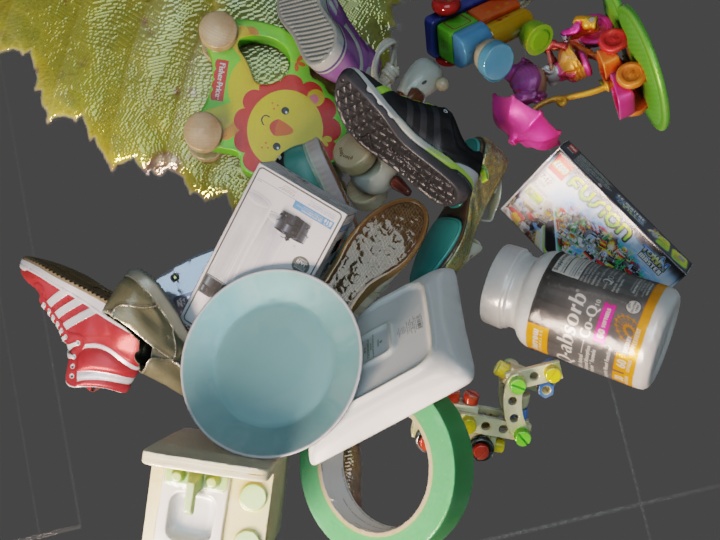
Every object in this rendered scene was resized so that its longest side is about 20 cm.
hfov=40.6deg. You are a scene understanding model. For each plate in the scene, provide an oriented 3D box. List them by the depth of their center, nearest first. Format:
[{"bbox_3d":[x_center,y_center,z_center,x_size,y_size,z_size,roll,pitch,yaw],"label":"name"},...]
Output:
[{"bbox_3d":[-0.092,0.097,1.017,0.198,0.026,0.202,-4,71,11],"label":"plate"},{"bbox_3d":[0.020,0.089,1.040,0.199,0.200,0.032,-30,119,17],"label":"plate"}]

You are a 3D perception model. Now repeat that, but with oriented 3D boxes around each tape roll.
[{"bbox_3d":[0.025,0.211,1.065,0.199,0.048,0.203,-4,84,33],"label":"tape roll"}]

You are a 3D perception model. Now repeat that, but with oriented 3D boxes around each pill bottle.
[{"bbox_3d":[0.241,0.045,1.078,0.198,0.116,0.117,19,82,24],"label":"pill bottle"}]

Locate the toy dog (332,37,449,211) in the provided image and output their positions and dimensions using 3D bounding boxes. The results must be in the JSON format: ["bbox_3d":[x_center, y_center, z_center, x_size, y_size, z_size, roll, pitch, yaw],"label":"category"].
[{"bbox_3d":[0.051,-0.158,1.137,0.096,0.132,0.202,25,92,27],"label":"toy dog"}]

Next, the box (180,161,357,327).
[{"bbox_3d":[-0.102,-0.005,1.077,0.116,0.060,0.201,31,102,4],"label":"box"}]

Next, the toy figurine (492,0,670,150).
[{"bbox_3d":[0.238,-0.224,1.143,0.182,0.150,0.202,-20,60,8],"label":"toy figurine"}]

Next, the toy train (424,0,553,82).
[{"bbox_3d":[0.184,-0.292,1.140,0.199,0.085,0.116,-28,47,-19],"label":"toy train"}]

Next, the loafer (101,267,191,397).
[{"bbox_3d":[-0.213,0.094,1.065,0.070,0.075,0.201,-40,106,-25],"label":"loafer"}]

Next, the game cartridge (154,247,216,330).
[{"bbox_3d":[-0.148,0.037,1.149,0.198,0.041,0.134,-17,85,-1],"label":"game cartridge"}]

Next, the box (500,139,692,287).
[{"bbox_3d":[0.268,-0.040,1.119,0.200,0.035,0.110,46,126,7],"label":"box"}]

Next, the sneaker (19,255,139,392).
[{"bbox_3d":[-0.332,0.067,1.131,0.199,0.071,0.113,27,97,18],"label":"sneaker"}]

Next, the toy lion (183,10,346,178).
[{"bbox_3d":[-0.109,-0.197,1.173,0.189,0.069,0.202,7,82,-5],"label":"toy lion"}]

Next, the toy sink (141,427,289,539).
[{"bbox_3d":[-0.153,0.242,1.033,0.129,0.200,0.113,8,88,2],"label":"toy sink"}]

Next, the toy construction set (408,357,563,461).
[{"bbox_3d":[0.119,0.140,1.099,0.198,0.092,0.133,14,107,11],"label":"toy construction set"}]

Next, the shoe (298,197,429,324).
[{"bbox_3d":[0.000,0.000,1.080,0.070,0.053,0.200,42,83,2],"label":"shoe"}]

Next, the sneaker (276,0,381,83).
[{"bbox_3d":[-0.034,-0.288,1.182,0.072,0.114,0.202,-35,51,26],"label":"sneaker"}]

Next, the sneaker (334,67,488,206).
[{"bbox_3d":[0.058,-0.156,1.071,0.200,0.072,0.083,43,60,-11],"label":"sneaker"}]

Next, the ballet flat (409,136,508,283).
[{"bbox_3d":[0.123,-0.057,1.146,0.070,0.071,0.202,21,85,4],"label":"ballet flat"}]

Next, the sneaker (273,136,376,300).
[{"bbox_3d":[-0.044,-0.048,1.133,0.079,0.071,0.202,-22,98,6],"label":"sneaker"}]
